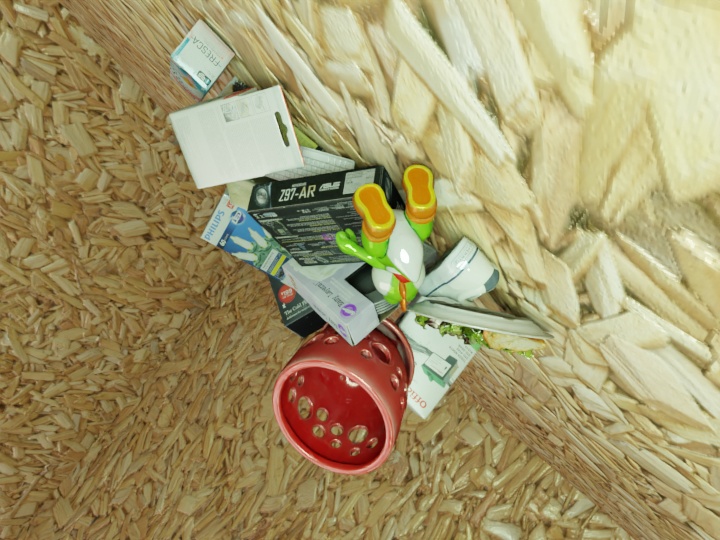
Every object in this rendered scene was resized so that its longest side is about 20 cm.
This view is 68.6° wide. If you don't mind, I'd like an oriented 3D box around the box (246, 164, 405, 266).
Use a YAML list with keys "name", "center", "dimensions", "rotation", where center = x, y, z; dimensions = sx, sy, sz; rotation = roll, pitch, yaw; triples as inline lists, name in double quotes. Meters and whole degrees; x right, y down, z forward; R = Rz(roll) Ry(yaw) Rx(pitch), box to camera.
- name: "box"
  center: [-0.032, -0.066, 0.726]
  dimensions: [0.194, 0.045, 0.160]
  rotation: [-4, 152, 25]

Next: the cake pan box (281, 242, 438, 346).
- name: "cake pan box"
  center: [0.000, 0.000, 0.816]
  dimensions: [0.199, 0.182, 0.053]
  rotation: [37, 159, 43]

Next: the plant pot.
- name: "plant pot"
  center: [-0.015, 0.179, 0.828]
  dimensions: [0.199, 0.201, 0.183]
  rotation: [41, -149, 0]

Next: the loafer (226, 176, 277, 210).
- name: "loafer"
  center: [-0.131, -0.107, 0.852]
  dimensions: [0.196, 0.076, 0.069]
  rotation: [30, 131, 6]

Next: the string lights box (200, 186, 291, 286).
- name: "string lights box"
  center: [-0.188, -0.065, 1.001]
  dimensions: [0.196, 0.104, 0.060]
  rotation: [29, -154, -20]

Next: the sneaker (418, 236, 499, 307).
- name: "sneaker"
  center: [0.121, 0.016, 0.677]
  dimensions: [0.071, 0.073, 0.200]
  rotation: [43, 174, 3]

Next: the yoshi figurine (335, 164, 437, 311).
- name: "yoshi figurine"
  center: [0.036, -0.038, 0.605]
  dimensions: [0.110, 0.114, 0.202]
  rotation: [23, 154, 16]

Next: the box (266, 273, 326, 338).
- name: "box"
  center: [-0.088, 0.006, 1.117]
  dimensions: [0.186, 0.196, 0.104]
  rotation: [64, -173, 26]

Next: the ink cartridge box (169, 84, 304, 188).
- name: "ink cartridge box"
  center: [-0.164, -0.188, 0.738]
  dimensions: [0.194, 0.051, 0.112]
  rotation: [-4, 116, 27]

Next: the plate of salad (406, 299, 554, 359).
- name: "plate of salad"
  center: [0.146, 0.074, 0.679]
  dimensions: [0.193, 0.050, 0.200]
  rotation: [10, -179, 0]

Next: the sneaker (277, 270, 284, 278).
- name: "sneaker"
  center: [-0.086, 0.016, 0.978]
  dimensions: [0.078, 0.135, 0.206]
  rotation: [-68, -30, -66]

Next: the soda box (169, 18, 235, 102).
- name: "soda box"
  center: [-0.241, -0.306, 0.790]
  dimensions: [0.063, 0.069, 0.199]
  rotation: [39, 176, -22]

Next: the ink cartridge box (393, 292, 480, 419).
- name: "ink cartridge box"
  center: [0.119, 0.143, 0.967]
  dimensions: [0.145, 0.201, 0.084]
  rotation: [40, 173, 0]

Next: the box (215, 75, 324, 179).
- name: "box"
  center: [-0.146, -0.212, 0.830]
  dimensions: [0.199, 0.076, 0.050]
  rotation: [40, 175, 12]

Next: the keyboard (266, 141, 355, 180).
- name: "keyboard"
  center: [-0.095, -0.153, 0.763]
  dimensions: [0.195, 0.058, 0.011]
  rotation: [21, -154, 24]
